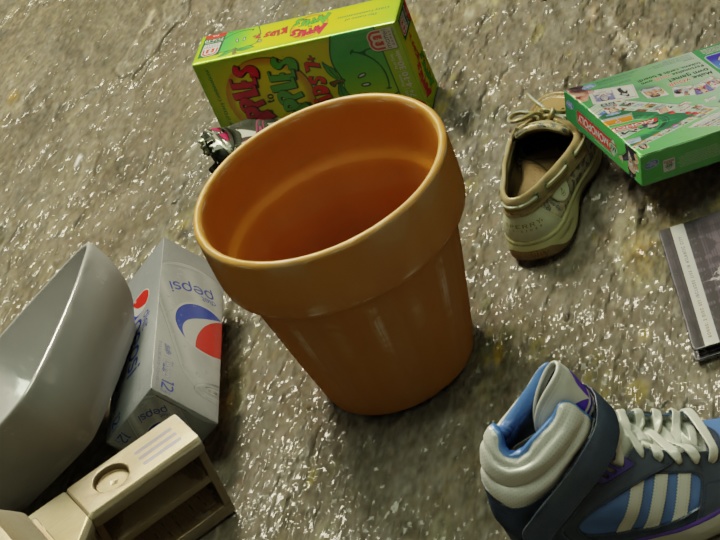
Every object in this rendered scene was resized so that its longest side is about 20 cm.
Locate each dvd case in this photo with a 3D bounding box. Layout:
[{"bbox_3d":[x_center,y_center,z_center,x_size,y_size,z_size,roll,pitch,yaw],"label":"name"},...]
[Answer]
[{"bbox_3d":[0.327,-0.012,1.578,0.198,0.016,0.149,-18,36,9],"label":"dvd case"}]

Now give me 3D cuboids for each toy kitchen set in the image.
[{"bbox_3d":[-0.159,0.187,1.475,0.180,0.164,0.200,-35,36,-15],"label":"toy kitchen set"}]

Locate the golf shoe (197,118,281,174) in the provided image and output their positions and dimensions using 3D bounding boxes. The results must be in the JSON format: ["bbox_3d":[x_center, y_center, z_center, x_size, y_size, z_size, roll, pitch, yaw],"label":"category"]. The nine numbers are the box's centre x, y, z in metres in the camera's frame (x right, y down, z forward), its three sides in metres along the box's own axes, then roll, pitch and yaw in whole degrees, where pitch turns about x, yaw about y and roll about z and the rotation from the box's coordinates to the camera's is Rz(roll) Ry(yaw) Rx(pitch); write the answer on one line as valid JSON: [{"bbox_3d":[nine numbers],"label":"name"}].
[{"bbox_3d":[-0.073,-0.086,1.875,0.088,0.078,0.200,-23,34,-12],"label":"golf shoe"}]

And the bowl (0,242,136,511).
[{"bbox_3d":[-0.249,0.097,1.676,0.200,0.074,0.201,-44,20,40],"label":"bowl"}]

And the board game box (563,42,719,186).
[{"bbox_3d":[0.281,-0.134,1.720,0.198,0.029,0.135,-17,33,-15],"label":"board game box"}]

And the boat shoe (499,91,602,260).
[{"bbox_3d":[0.152,-0.092,1.750,0.073,0.063,0.201,-12,35,19],"label":"boat shoe"}]

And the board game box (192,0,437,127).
[{"bbox_3d":[-0.041,-0.177,1.950,0.198,0.102,0.048,-10,37,20],"label":"board game box"}]

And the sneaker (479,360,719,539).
[{"bbox_3d":[0.173,0.109,1.390,0.199,0.147,0.081,-25,34,-1],"label":"sneaker"}]

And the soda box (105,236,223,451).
[{"bbox_3d":[-0.152,0.065,1.704,0.068,0.063,0.201,-49,24,27],"label":"soda box"}]

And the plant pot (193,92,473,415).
[{"bbox_3d":[0.000,0.000,1.612,0.199,0.184,0.201,-17,35,12],"label":"plant pot"}]
